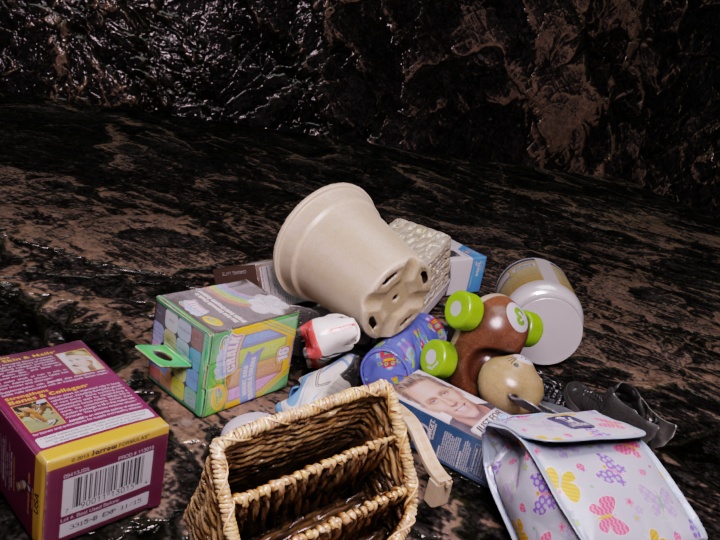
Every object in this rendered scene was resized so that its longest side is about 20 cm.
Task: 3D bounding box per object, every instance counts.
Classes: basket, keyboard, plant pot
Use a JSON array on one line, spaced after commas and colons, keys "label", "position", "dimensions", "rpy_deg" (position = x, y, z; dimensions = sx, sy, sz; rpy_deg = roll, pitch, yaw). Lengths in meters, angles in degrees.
[{"label": "basket", "position": [0.068, 0.008, 1.299], "dimensions": [0.134, 0.125, 0.200], "rpy_deg": [20, 37, 24]}, {"label": "basket", "position": [-0.039, 0.214, 0.650], "dimensions": [0.198, 0.150, 0.143], "rpy_deg": [-10, 54, -35]}, {"label": "keyboard", "position": [0.257, 0.172, 1.155], "dimensions": [0.198, 0.040, 0.104], "rpy_deg": [21, 22, 22]}, {"label": "plant pot", "position": [0.000, 0.000, 1.080], "dimensions": [0.199, 0.202, 0.183], "rpy_deg": [-7, 34, -41]}]

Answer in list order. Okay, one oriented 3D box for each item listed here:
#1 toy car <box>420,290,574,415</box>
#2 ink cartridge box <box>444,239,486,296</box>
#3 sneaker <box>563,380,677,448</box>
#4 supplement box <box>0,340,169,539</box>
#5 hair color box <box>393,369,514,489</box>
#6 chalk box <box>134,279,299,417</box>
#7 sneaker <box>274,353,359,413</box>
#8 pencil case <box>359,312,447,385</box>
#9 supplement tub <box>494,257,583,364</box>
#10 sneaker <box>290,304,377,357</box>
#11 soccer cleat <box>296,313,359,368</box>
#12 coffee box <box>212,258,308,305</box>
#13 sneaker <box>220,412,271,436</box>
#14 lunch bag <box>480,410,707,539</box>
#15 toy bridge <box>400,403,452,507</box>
[{"label": "toy car", "position": [0.213, 0.140, 1.008], "dimensions": [0.163, 0.159, 0.200], "rpy_deg": [17, 16, -35]}, {"label": "ink cartridge box", "position": [0.142, -0.011, 1.520], "dimensions": [0.198, 0.085, 0.145], "rpy_deg": [-5, 26, -39]}, {"label": "sneaker", "position": [0.363, 0.196, 1.031], "dimensions": [0.059, 0.105, 0.200], "rpy_deg": [7, 28, -16]}, {"label": "supplement box", "position": [-0.308, 0.169, 0.745], "dimensions": [0.130, 0.104, 0.199], "rpy_deg": [-9, 29, -45]}, {"label": "hair color box", "position": [0.131, 0.209, 0.951], "dimensions": [0.198, 0.061, 0.100], "rpy_deg": [22, 22, 28]}, {"label": "chalk box", "position": [-0.199, 0.103, 0.961], "dimensions": [0.124, 0.125, 0.199], "rpy_deg": [27, 26, 35]}, {"label": "sneaker", "position": [-0.051, 0.158, 0.976], "dimensions": [0.072, 0.073, 0.200], "rpy_deg": [10, 15, 18]}, {"label": "pencil case", "position": [0.071, 0.129, 1.112], "dimensions": [0.078, 0.088, 0.200], "rpy_deg": [-27, 2, 27]}, {"label": "supplement tub", "position": [0.322, 0.072, 1.309], "dimensions": [0.143, 0.146, 0.200], "rpy_deg": [12, 20, 2]}, {"label": "sneaker", "position": [-0.081, 0.088, 1.169], "dimensions": [0.198, 0.077, 0.115], "rpy_deg": [12, 9, -24]}, {"label": "soccer cleat", "position": [-0.042, 0.096, 1.018], "dimensions": [0.084, 0.069, 0.200], "rpy_deg": [-15, -9, -4]}, {"label": "coffee box", "position": [-0.136, 0.018, 1.237], "dimensions": [0.114, 0.081, 0.199], "rpy_deg": [-7, 4, 41]}, {"label": "sneaker", "position": [-0.055, 0.211, 0.824], "dimensions": [0.198, 0.076, 0.114], "rpy_deg": [-3, 24, -20]}, {"label": "lunch bag", "position": [0.242, 0.236, 0.793], "dimensions": [0.168, 0.128, 0.201], "rpy_deg": [4, 37, -22]}, {"label": "toy bridge", "position": [0.050, 0.207, 0.898], "dimensions": [0.027, 0.068, 0.200], "rpy_deg": [-2, 23, -34]}]
